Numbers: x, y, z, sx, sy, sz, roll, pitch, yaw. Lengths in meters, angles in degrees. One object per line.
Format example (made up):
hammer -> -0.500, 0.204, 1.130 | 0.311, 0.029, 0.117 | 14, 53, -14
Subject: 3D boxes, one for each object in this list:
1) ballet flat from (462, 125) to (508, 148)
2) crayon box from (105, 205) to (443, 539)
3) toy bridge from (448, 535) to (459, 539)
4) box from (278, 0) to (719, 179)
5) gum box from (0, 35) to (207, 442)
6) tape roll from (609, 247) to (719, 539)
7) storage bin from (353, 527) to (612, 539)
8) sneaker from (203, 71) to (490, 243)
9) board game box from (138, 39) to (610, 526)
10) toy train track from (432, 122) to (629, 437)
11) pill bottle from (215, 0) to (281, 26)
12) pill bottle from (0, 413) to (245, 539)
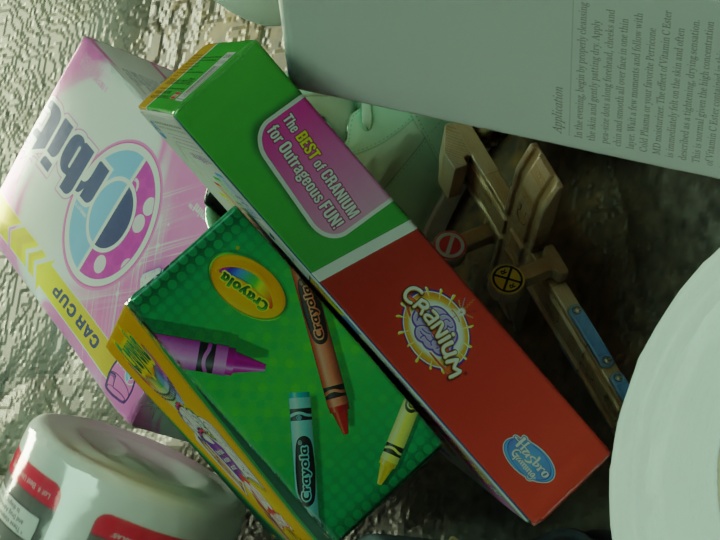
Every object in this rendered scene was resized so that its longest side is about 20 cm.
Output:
ballet flat -> 0.119, -0.092, 0.960 | 0.199, 0.070, 0.066 | -12, 102, 37
crayon box -> -0.041, 0.048, 0.965 | 0.058, 0.119, 0.200 | -42, 0, -10
toy bridge -> 0.092, 0.170, 0.834 | 0.200, 0.027, 0.067 | 33, 130, 8
box -> 0.083, -0.119, 0.832 | 0.199, 0.098, 0.125 | 13, 57, 12
gum box -> -0.102, -0.019, 1.165 | 0.114, 0.066, 0.200 | -57, 43, 14
tape roll -> 0.184, 0.070, 0.813 | 0.202, 0.071, 0.203 | -19, 61, 39
storage bin -> 0.025, 0.195, 0.904 | 0.145, 0.134, 0.201 | -28, 57, 38
sneaker -> 0.005, -0.087, 1.035 | 0.074, 0.118, 0.201 | 27, 96, 50
board game box -> 0.000, 0.000, 0.918 | 0.040, 0.200, 0.153 | -42, 11, -4
toy train track -> 0.074, 0.027, 0.949 | 0.200, 0.032, 0.115 | 60, 161, 25
pill bottle -> 0.002, -0.208, 1.084 | 0.200, 0.113, 0.113 | -39, 51, 31
pill bottle -> -0.139, 0.177, 1.104 | 0.111, 0.110, 0.201 | 30, 99, 48
